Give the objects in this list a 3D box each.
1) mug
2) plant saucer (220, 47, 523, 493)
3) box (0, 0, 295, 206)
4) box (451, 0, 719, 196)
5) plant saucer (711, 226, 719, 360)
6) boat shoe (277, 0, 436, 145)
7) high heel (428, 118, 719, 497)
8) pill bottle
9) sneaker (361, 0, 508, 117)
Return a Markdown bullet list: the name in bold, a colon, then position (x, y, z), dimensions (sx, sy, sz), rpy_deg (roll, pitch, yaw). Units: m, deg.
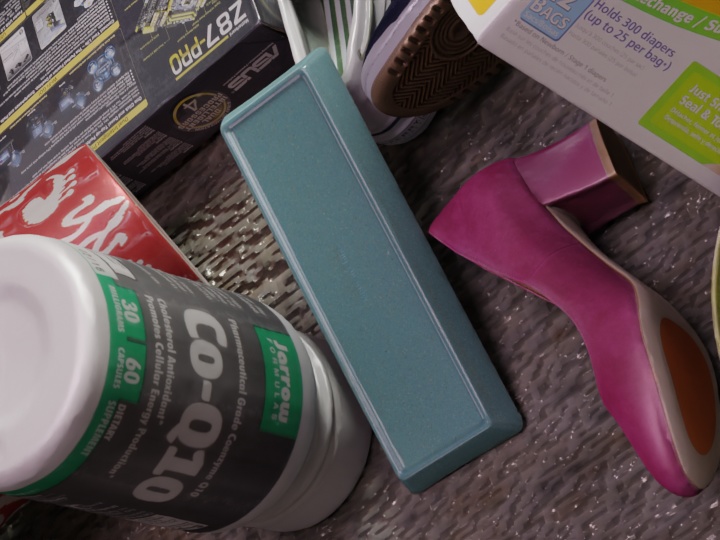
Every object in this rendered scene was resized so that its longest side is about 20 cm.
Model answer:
- **mug**: position (-0.187, 0.027, 1.329), dimensions (0.200, 0.133, 0.178), rpy_deg (-40, 69, -1)
- **plant saucer**: position (0.000, 0.000, 1.241), dimensions (0.070, 0.019, 0.200), rpy_deg (-34, 76, 30)
- **box**: position (-0.127, -0.126, 1.417), dimensions (0.200, 0.049, 0.161), rpy_deg (-38, 52, 26)
- **box**: position (0.132, -0.111, 1.065), dimensions (0.113, 0.200, 0.101), rpy_deg (-49, 35, 19)
- **plant saucer**: position (0.233, 0.009, 1.029), dimensions (0.200, 0.031, 0.200), rpy_deg (2, 94, 25)
- **boat shoe**: position (-0.010, -0.157, 1.309), dimensions (0.074, 0.067, 0.200), rpy_deg (-35, 56, 29)
- **high heel**: position (0.088, 0.027, 1.159), dimensions (0.096, 0.067, 0.200), rpy_deg (-31, 53, 20)
- **pill bottle**: position (-0.092, 0.057, 1.223), dimensions (0.113, 0.200, 0.113), rpy_deg (-11, 72, 37)
- **sneaker**: position (0.050, -0.172, 1.257), dimensions (0.200, 0.070, 0.109), rpy_deg (-51, 54, 9)
